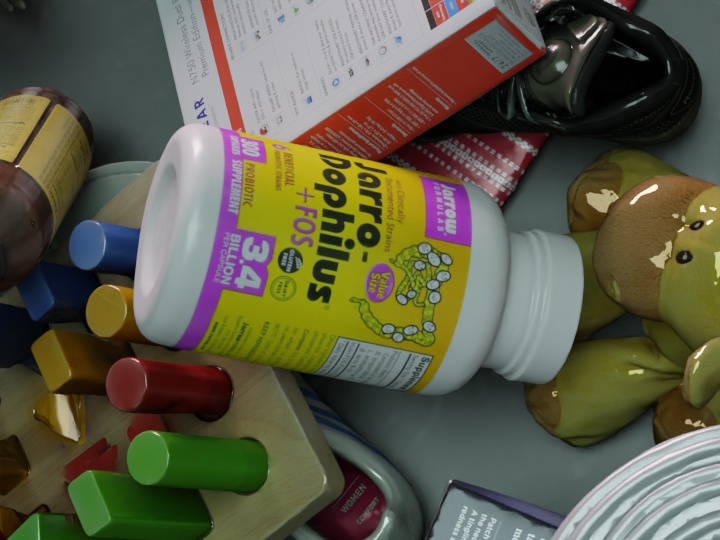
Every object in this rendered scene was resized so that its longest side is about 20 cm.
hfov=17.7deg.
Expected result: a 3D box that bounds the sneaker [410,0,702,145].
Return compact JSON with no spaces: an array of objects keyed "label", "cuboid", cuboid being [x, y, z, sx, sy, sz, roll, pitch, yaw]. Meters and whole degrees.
[{"label":"sneaker","cuboid":[0.068,-0.103,1.151,0.198,0.114,0.077,7,84,12]}]

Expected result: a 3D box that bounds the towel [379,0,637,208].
[{"label":"towel","cuboid":[0.043,-0.112,1.223,0.144,0.022,0.200,34,91,11]}]

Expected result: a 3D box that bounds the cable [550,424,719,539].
[{"label":"cable","cuboid":[0.160,0.160,0.932,0.199,0.069,0.201,-11,79,6]}]

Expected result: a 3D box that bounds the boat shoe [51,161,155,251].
[{"label":"boat shoe","cuboid":[-0.068,-0.014,1.209,0.199,0.060,0.076,11,90,26]}]

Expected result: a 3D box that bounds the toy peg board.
[{"label":"toy peg board","cuboid":[-0.144,0.076,1.142,0.200,0.098,0.200,-39,65,23]}]

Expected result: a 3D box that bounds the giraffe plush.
[{"label":"giraffe plush","cuboid":[0.168,0.010,1.108,0.199,0.162,0.174,-3,81,11]}]

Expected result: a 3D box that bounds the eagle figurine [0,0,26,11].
[{"label":"eagle figurine","cuboid":[-0.260,-0.228,1.207,0.151,0.151,0.201,-11,91,-27]}]

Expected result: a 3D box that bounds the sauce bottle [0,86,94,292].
[{"label":"sauce bottle","cuboid":[-0.179,-0.029,1.129,0.064,0.200,0.065,3,114,7]}]

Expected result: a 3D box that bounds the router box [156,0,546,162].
[{"label":"router box","cuboid":[-0.015,-0.146,1.162,0.179,0.049,0.201,-31,51,22]}]

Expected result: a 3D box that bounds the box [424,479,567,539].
[{"label":"box","cuboid":[0.122,0.191,1.073,0.198,0.200,0.124,22,86,12]}]

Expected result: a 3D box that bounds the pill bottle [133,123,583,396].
[{"label":"pill bottle","cuboid":[0.000,0.000,1.086,0.199,0.104,0.105,11,83,-16]}]

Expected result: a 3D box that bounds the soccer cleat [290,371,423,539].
[{"label":"soccer cleat","cuboid":[-0.049,0.079,1.178,0.200,0.086,0.070,37,89,14]}]
